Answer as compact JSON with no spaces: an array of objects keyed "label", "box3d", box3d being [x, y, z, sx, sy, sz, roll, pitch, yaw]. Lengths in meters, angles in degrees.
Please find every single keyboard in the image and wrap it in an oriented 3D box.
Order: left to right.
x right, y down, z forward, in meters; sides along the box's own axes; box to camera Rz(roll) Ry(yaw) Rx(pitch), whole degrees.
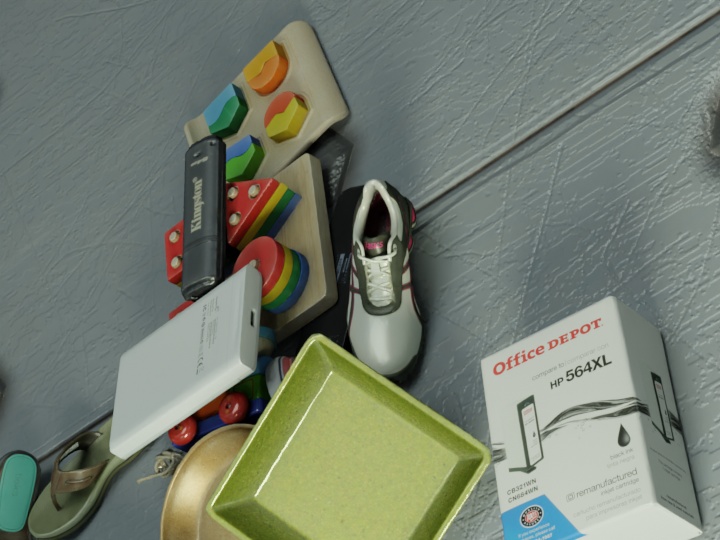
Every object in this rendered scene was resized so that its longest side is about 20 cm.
[{"label":"keyboard","box3d":[0.000,0.000,1.739,0.127,0.021,0.201,-7,62,47]}]

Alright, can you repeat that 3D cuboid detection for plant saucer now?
[{"label":"plant saucer","box3d":[-0.111,0.251,1.648,0.200,0.035,0.201,-8,76,36]},{"label":"plant saucer","box3d":[-0.007,0.190,1.541,0.199,0.048,0.200,33,98,13]}]

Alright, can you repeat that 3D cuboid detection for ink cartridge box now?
[{"label":"ink cartridge box","box3d":[0.189,0.144,1.422,0.146,0.084,0.201,-29,49,28]}]

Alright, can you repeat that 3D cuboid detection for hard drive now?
[{"label":"hard drive","box3d":[-0.178,0.094,1.721,0.200,0.027,0.132,-34,37,31]}]

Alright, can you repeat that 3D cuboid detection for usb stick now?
[{"label":"usb stick","box3d":[-0.166,-0.056,1.804,0.055,0.033,0.201,-29,47,34]}]

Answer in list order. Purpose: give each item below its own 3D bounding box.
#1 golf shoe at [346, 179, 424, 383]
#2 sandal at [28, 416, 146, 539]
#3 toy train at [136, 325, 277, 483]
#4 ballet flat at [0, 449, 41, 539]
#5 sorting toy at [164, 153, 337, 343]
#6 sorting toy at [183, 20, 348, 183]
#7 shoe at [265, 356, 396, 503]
[{"label":"golf shoe","box3d":[0.016,0.009,1.645,0.077,0.088,0.201,-7,70,11]},{"label":"sandal","box3d":[-0.304,0.210,1.864,0.201,0.057,0.080,-50,42,7]},{"label":"toy train","box3d":[-0.162,0.138,1.753,0.200,0.085,0.116,-24,53,32]},{"label":"ballet flat","box3d":[-0.403,0.302,1.903,0.073,0.073,0.201,-4,69,42]},{"label":"sorting toy","box3d":[-0.127,-0.010,1.814,0.199,0.070,0.201,-34,45,29]},{"label":"sorting toy","box3d":[-0.116,-0.176,1.944,0.200,0.036,0.185,-40,44,18]},{"label":"shoe","box3d":[-0.018,0.139,1.635,0.091,0.071,0.200,-42,49,13]}]
